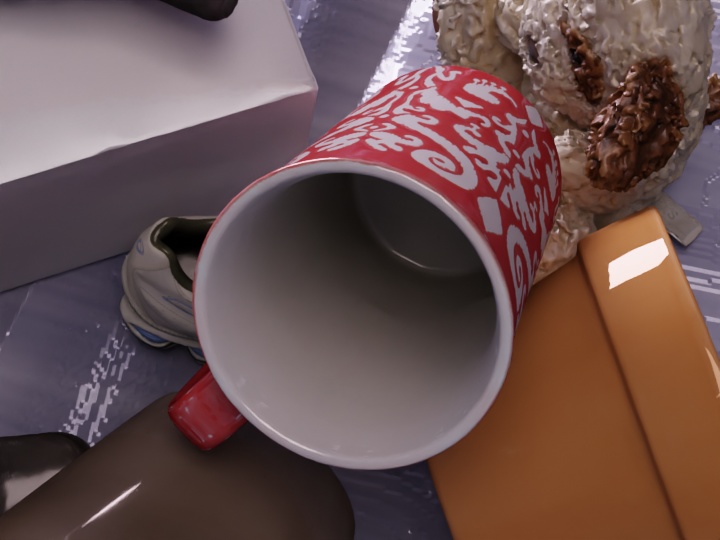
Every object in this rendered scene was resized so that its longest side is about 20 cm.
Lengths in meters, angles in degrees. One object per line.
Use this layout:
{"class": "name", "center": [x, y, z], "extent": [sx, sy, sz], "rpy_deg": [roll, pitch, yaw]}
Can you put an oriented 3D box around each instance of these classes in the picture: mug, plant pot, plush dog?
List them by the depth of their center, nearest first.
{"class": "mug", "center": [0.000, -0.011, 1.064], "extent": [0.177, 0.200, 0.134], "rpy_deg": [-9, 107, 18]}
{"class": "plant pot", "center": [-0.093, 0.156, 1.097], "extent": [0.199, 0.200, 0.174], "rpy_deg": [30, 54, 6]}
{"class": "plant pot", "center": [0.108, 0.086, 1.133], "extent": [0.139, 0.200, 0.201], "rpy_deg": [-20, 72, 6]}
{"class": "plush dog", "center": [0.129, -0.102, 1.199], "extent": [0.160, 0.172, 0.201], "rpy_deg": [-8, 70, -8]}

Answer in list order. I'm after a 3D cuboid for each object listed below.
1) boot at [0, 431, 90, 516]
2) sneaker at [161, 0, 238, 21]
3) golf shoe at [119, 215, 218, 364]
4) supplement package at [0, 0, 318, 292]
{"class": "boot", "center": [-0.224, 0.079, 1.099], "extent": [0.199, 0.175, 0.069], "rpy_deg": [-14, 54, -9]}
{"class": "sneaker", "center": [-0.148, -0.155, 1.100], "extent": [0.199, 0.076, 0.091], "rpy_deg": [28, 80, 13]}
{"class": "golf shoe", "center": [-0.019, 0.012, 1.187], "extent": [0.199, 0.097, 0.079], "rpy_deg": [4, 69, -5]}
{"class": "supplement package", "center": [-0.144, -0.122, 1.196], "extent": [0.190, 0.147, 0.201], "rpy_deg": [-17, 73, -11]}
